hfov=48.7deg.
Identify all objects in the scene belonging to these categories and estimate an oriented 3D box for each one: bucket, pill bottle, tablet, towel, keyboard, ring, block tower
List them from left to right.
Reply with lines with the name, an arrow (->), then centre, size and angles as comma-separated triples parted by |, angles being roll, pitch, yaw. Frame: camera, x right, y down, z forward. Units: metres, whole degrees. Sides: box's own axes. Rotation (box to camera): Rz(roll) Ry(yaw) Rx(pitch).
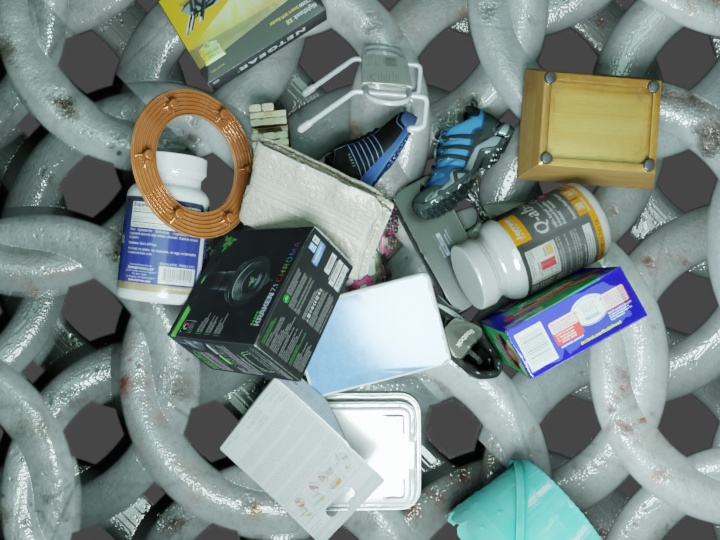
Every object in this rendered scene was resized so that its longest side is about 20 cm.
pill bottle -> -0.268, -0.058, 1.097 | 0.114, 0.116, 0.203 | 6, 89, -1
ring -> -0.215, -0.144, 1.062 | 0.019, 0.199, 0.203 | -9, 91, 41
block tower -> -0.122, -0.132, 1.129 | 0.053, 0.058, 0.203 | -5, 92, 0
towel -> -0.063, -0.078, 1.051 | 0.198, 0.035, 0.133 | 25, 124, 5
tablet -> 0.012, 0.088, 1.072 | 0.198, 0.014, 0.132 | -15, 99, 7
keyboard -> 0.140, -0.050, 1.153 | 0.126, 0.021, 0.202 | -29, 92, 1
bucket -> 0.226, 0.365, 1.071 | 0.134, 0.207, 0.208 | -37, 91, -10
pill bottle -> 0.231, -0.031, 1.092 | 0.198, 0.116, 0.117 | -25, 91, -11

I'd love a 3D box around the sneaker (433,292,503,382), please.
sneaker -> 0.125, 0.084, 1.104 | 0.200, 0.090, 0.067 | 41, 80, -9

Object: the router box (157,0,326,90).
router box -> -0.170, -0.378, 1.127 | 0.199, 0.052, 0.158 | -33, 91, 0

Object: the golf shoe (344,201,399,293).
golf shoe -> 0.000, 0.000, 1.130 | 0.091, 0.073, 0.203 | 5, 83, 15

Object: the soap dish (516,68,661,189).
soap dish -> 0.327, -0.202, 1.123 | 0.197, 0.081, 0.160 | 4, 91, 0

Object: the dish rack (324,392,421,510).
dish rack -> -0.010, 0.264, 1.141 | 0.197, 0.044, 0.174 | 0, 90, -2

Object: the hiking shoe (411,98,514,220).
hiking shoe -> 0.127, -0.151, 1.117 | 0.086, 0.075, 0.200 | 39, 65, 14

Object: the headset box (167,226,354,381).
headset box -> -0.135, 0.039, 1.040 | 0.093, 0.199, 0.175 | 44, 60, -37

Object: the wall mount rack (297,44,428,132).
wall mount rack -> 0.004, -0.244, 1.090 | 0.171, 0.201, 0.075 | 3, 125, -3

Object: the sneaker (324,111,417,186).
sneaker -> 0.003, -0.160, 1.105 | 0.078, 0.070, 0.201 | 35, 67, 3

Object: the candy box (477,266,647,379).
candy box -> 0.260, 0.064, 1.065 | 0.168, 0.200, 0.078 | -28, 89, -2

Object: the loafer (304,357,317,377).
loafer -> -0.075, 0.116, 1.121 | 0.197, 0.076, 0.069 | 13, 96, 3

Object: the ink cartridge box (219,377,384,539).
ink cartridge box -> -0.079, 0.254, 1.097 | 0.199, 0.057, 0.163 | 40, 117, 1
